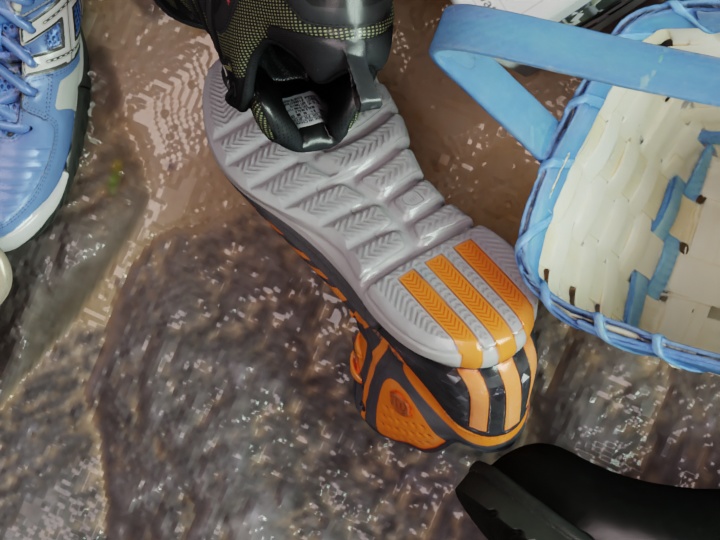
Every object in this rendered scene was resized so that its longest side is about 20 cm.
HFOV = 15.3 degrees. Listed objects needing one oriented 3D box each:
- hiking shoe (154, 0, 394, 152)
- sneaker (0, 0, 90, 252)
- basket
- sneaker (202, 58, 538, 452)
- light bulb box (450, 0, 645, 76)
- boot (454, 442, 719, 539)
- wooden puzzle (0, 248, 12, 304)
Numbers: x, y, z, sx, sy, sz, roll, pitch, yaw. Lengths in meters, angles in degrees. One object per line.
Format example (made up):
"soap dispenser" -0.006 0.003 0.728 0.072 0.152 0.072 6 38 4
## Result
"hiking shoe" -0.038 -0.093 1.008 0.076 0.200 0.101 -3 90 -16
"sneaker" -0.149 -0.107 1.084 0.076 0.077 0.200 4 94 8
"basket" 0.131 -0.032 0.943 0.176 0.200 0.139 17 81 28
"sneaker" 0.000 0.000 1.064 0.078 0.112 0.200 -25 53 -15
"light bulb box" 0.087 -0.210 1.015 0.200 0.125 0.198 -32 86 9
"boot" 0.159 0.085 1.022 0.211 0.079 0.158 29 73 15
"wooden puzzle" -0.264 -0.008 1.097 0.185 0.037 0.200 -43 68 3
